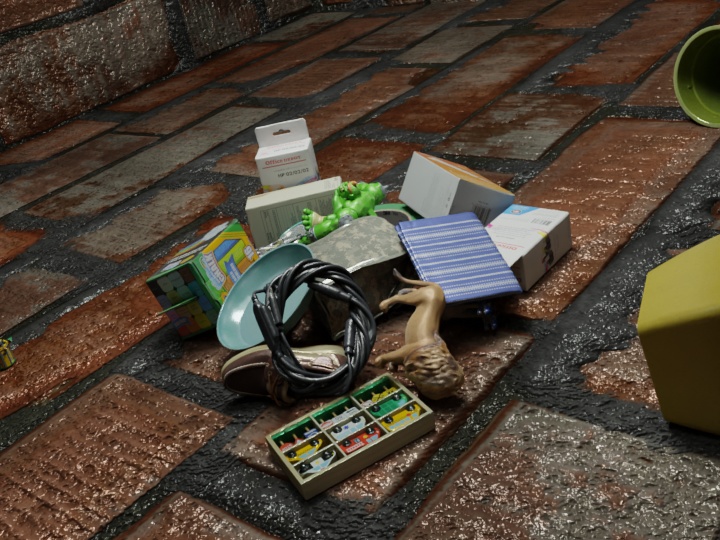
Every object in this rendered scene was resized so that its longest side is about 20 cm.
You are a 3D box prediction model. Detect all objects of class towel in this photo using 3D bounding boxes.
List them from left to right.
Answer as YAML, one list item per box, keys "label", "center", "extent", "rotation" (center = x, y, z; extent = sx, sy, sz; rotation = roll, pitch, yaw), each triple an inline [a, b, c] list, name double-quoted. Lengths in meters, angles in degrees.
- label: "towel"
  center: [0.146, -0.018, 1.324]
  extent: [0.141, 0.024, 0.202]
  rotation: [-9, 42, -13]

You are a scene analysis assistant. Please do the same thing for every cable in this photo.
- label: "cable"
  center: [-0.057, 0.083, 1.221]
  extent: [0.160, 0.051, 0.202]
  rotation: [-21, 67, -19]

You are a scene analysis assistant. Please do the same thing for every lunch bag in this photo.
- label: "lunch bag"
  center: [0.000, 0.000, 1.421]
  extent: [0.197, 0.119, 0.164]
  rotation: [-28, 31, -10]

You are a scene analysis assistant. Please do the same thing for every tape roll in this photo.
- label: "tape roll"
  center: [0.028, -0.061, 1.613]
  extent: [0.196, 0.049, 0.202]
  rotation: [-11, 27, 5]

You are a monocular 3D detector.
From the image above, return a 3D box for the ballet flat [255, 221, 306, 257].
- label: "ballet flat"
  center: [-0.148, -0.027, 1.630]
  extent: [0.198, 0.073, 0.071]
  rotation: [-30, 31, -29]

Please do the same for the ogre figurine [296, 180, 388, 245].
- label: "ogre figurine"
  center: [-0.024, -0.110, 1.582]
  extent: [0.118, 0.100, 0.198]
  rotation: [-13, 5, 43]

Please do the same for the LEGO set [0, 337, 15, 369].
- label: "LEGO set"
  center: [-0.722, 0.139, 1.510]
  extent: [0.198, 0.118, 0.153]
  rotation: [-30, 31, -29]

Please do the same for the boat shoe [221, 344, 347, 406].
- label: "boat shoe"
  center: [-0.108, 0.155, 1.239]
  extent: [0.195, 0.074, 0.072]
  rotation: [-3, 28, 4]

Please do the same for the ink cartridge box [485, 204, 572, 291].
- label: "ink cartridge box"
  center: [0.252, -0.032, 1.422]
  extent: [0.114, 0.069, 0.199]
  rotation: [12, 36, 40]

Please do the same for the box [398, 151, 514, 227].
- label: "box"
  center: [0.172, -0.134, 1.576]
  extent: [0.122, 0.099, 0.200]
  rotation: [12, 16, -26]

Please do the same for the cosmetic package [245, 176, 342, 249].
- label: "cosmetic package"
  center: [-0.123, -0.110, 1.720]
  extent: [0.195, 0.107, 0.071]
  rotation: [-11, 24, 2]

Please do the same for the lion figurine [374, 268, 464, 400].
- label: "lion figurine"
  center: [0.087, 0.081, 1.194]
  extent: [0.121, 0.072, 0.205]
  rotation: [-14, 64, 35]

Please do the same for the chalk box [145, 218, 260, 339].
- label: "chalk box"
  center: [-0.268, 0.026, 1.471]
  extent: [0.123, 0.125, 0.201]
  rotation: [-19, 21, 35]

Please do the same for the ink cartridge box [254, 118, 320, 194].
- label: "ink cartridge box"
  center: [-0.146, -0.196, 1.769]
  extent: [0.112, 0.204, 0.068]
  rotation: [-10, 26, 7]

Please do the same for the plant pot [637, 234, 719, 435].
- label: "plant pot"
  center: [0.432, 0.076, 1.008]
  extent: [0.173, 0.203, 0.201]
  rotation: [-12, 24, 31]

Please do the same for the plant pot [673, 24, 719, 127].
- label: "plant pot"
  center: [0.793, -0.413, 1.800]
  extent: [0.187, 0.205, 0.198]
  rotation: [-17, 23, -37]

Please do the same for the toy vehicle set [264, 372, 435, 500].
- label: "toy vehicle set"
  center: [-0.014, 0.212, 1.128]
  extent: [0.197, 0.027, 0.124]
  rotation: [-25, 28, -21]

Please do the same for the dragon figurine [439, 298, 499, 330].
- label: "dragon figurine"
  center: [0.155, 0.038, 1.346]
  extent: [0.097, 0.060, 0.201]
  rotation: [-14, 27, 0]

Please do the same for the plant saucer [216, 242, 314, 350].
- label: "plant saucer"
  center: [-0.139, 0.047, 1.340]
  extent: [0.198, 0.036, 0.202]
  rotation: [-29, 37, 24]
